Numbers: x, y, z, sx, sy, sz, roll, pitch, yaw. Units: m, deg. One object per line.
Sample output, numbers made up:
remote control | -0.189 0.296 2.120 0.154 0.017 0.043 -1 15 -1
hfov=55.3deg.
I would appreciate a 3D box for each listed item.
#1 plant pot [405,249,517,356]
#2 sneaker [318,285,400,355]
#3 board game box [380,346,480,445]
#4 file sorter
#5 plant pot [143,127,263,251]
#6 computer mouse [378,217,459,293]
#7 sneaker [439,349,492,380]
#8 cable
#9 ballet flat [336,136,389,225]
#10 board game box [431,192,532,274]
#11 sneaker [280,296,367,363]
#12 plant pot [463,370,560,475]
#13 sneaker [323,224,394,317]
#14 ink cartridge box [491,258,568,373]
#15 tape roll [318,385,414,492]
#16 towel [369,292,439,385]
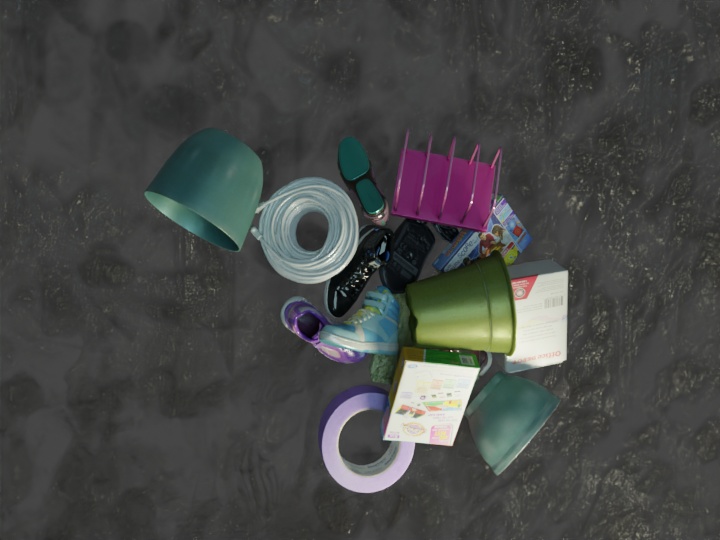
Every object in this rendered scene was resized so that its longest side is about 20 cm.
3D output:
plant pot | 0.185 0.077 1.322 0.184 0.200 0.207 -9 96 -1
sneaker | 0.002 0.090 1.331 0.197 0.078 0.135 14 83 -46
board game box | 0.131 0.247 1.329 0.148 0.041 0.205 7 121 -11
file sorter | 0.167 -0.177 1.332 0.194 0.126 0.143 10 75 2
plant pot | -0.268 -0.157 1.256 0.197 0.200 0.164 31 77 -12
computer mouse | 0.104 -0.042 1.410 0.138 0.053 0.202 40 77 -15
sneaker | 0.178 0.212 1.422 0.201 0.075 0.116 -49 116 -13
cable | -0.097 -0.075 1.323 0.197 0.069 0.203 -33 80 3
ballet flat | 0.005 -0.169 1.355 0.068 0.072 0.203 -25 62 0
board game box | 0.254 -0.039 1.423 0.201 0.034 0.136 -48 120 -5
sneaker | -0.069 0.128 1.368 0.197 0.088 0.082 31 87 -13
plant pot | 0.296 0.295 1.414 0.134 0.201 0.201 41 86 15
sneaker | 0.000 0.000 1.342 0.072 0.111 0.204 30 80 -25
ink cartridge box | 0.348 0.092 1.427 0.143 0.086 0.206 -8 111 -11
tape roll | 0.012 0.344 1.413 0.194 0.066 0.207 -1 95 -12
towel | 0.100 0.143 1.429 0.144 0.036 0.206 12 93 -10
